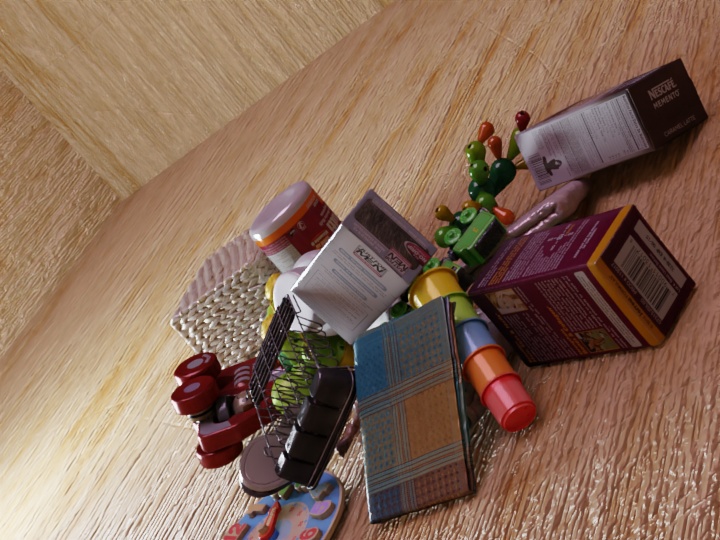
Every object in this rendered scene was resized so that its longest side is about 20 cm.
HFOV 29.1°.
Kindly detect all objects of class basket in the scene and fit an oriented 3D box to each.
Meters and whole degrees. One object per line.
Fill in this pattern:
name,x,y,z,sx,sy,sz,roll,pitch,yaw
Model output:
basket,-0.149,0.040,2.074,0.197,0.161,0.201,-34,17,29

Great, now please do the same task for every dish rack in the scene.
dish rack,-0.073,0.130,1.574,0.155,0.054,0.201,-65,27,22

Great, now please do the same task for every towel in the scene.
towel,0.052,0.143,1.409,0.146,0.022,0.203,-26,62,41
towel,0.181,-0.037,1.638,0.190,0.032,0.200,-38,0,21

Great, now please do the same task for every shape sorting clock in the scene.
shape sorting clock,-0.098,0.297,1.538,0.199,0.039,0.200,-39,17,14

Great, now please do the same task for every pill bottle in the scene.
pill bottle,-0.053,-0.016,1.915,0.109,0.200,0.110,-38,17,14
pill bottle,-0.014,0.018,1.774,0.198,0.111,0.109,-17,-5,-44

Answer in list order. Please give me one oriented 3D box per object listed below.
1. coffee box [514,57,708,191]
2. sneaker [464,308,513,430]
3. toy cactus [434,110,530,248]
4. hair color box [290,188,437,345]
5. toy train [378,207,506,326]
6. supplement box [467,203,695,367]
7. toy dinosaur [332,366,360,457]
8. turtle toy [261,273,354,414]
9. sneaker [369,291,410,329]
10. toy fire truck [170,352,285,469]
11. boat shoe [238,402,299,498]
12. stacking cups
coffee box,0.297,-0.172,1.658,0.114,0.081,0.199,-31,7,-36
sneaker,0.117,0.118,1.469,0.200,0.075,0.099,-44,39,-11
toy cactus,0.163,-0.091,1.756,0.166,0.101,0.202,80,-146,-63
hair color box,0.000,0.000,1.542,0.061,0.099,0.200,-49,0,-28
toy train,0.090,0.016,1.534,0.201,0.042,0.056,-54,39,-8
supplement box,0.216,0.019,1.377,0.086,0.111,0.199,-51,19,-29
toy dinosaur,0.033,0.133,1.581,0.134,0.087,0.200,-24,5,19
turtle toy,-0.073,0.104,1.814,0.202,0.144,0.102,-86,22,-47
sneaker,0.052,0.058,1.661,0.200,0.073,0.090,-175,103,-73
toy fire truck,-0.161,0.173,1.896,0.166,0.113,0.200,-22,20,3
boat shoe,-0.093,0.225,1.629,0.200,0.072,0.063,-48,-21,-64
stacking cups,0.112,0.084,1.412,0.060,0.060,0.201,-38,47,11
